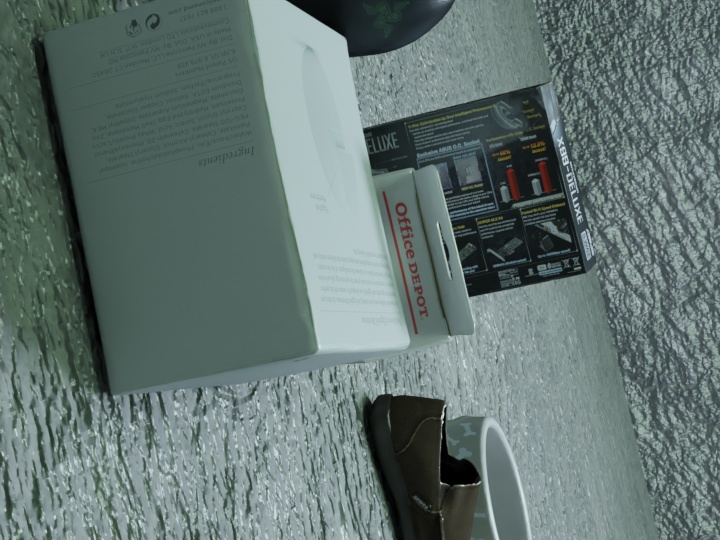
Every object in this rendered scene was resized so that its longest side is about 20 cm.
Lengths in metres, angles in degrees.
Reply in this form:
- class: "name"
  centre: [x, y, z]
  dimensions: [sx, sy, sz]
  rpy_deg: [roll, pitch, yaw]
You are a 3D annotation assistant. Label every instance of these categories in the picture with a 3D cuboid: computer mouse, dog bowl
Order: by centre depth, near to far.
- class: "computer mouse"
  centre: [-0.037, -0.168, 1.052]
  dimensions: [0.053, 0.200, 0.139]
  rpy_deg: [-69, 148, -41]
- class: "dog bowl"
  centre: [0.111, 0.227, 1.531]
  dimensions: [0.200, 0.059, 0.200]
  rpy_deg: [-14, 90, -76]

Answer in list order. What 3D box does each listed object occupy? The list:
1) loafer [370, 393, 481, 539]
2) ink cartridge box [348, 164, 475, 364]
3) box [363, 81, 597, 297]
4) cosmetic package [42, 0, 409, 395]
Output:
- class: "loafer"
  centre: [0.066, 0.191, 1.360]
  dimensions: [0.073, 0.071, 0.200]
  rpy_deg: [-72, 146, -64]
- class: "ink cartridge box"
  centre: [0.000, 0.000, 1.095]
  dimensions: [0.200, 0.067, 0.117]
  rpy_deg: [166, -90, -71]
- class: "box"
  centre: [0.079, -0.056, 1.370]
  dimensions: [0.050, 0.200, 0.158]
  rpy_deg: [-31, 107, -69]
- class: "cosmetic package"
  centre: [-0.069, -0.038, 0.938]
  dimensions: [0.199, 0.123, 0.200]
  rpy_deg: [9, 67, -75]
